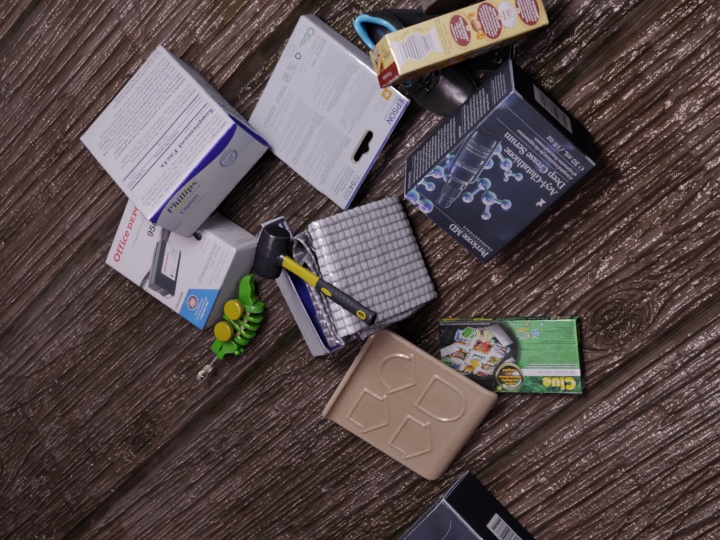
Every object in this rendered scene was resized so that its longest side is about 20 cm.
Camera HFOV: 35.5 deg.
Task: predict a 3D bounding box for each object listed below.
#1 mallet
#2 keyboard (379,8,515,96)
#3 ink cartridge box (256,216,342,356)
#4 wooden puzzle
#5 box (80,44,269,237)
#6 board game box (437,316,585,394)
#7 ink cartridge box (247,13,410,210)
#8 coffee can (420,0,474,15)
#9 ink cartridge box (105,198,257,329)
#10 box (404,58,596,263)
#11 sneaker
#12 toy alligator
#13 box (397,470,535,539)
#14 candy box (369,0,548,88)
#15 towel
[{"bbox_3d":[-0.061,0.021,1.421,0.200,0.041,0.066,40,122,25],"label":"mallet"},{"bbox_3d":[0.110,-0.285,1.511,0.198,0.021,0.128,8,99,24],"label":"keyboard"},{"bbox_3d":[-0.083,0.024,1.576,0.040,0.200,0.201,-26,89,-9],"label":"ink cartridge box"},{"bbox_3d":[0.069,0.185,1.588,0.199,0.046,0.186,29,123,-3],"label":"wooden puzzle"},{"bbox_3d":[-0.265,-0.182,1.604,0.184,0.105,0.200,-47,61,7],"label":"box"},{"bbox_3d":[0.206,0.116,1.548,0.198,0.023,0.106,-1,99,25],"label":"board game box"},{"bbox_3d":[-0.044,-0.220,1.575,0.200,0.043,0.197,39,120,11],"label":"ink cartridge box"},{"bbox_3d":[0.107,-0.444,1.407,0.146,0.146,0.201,-23,91,27],"label":"coffee can"},{"bbox_3d":[-0.270,-0.027,1.704,0.199,0.084,0.145,32,111,17],"label":"ink cartridge box"},{"bbox_3d":[0.174,-0.138,1.434,0.148,0.107,0.200,37,118,-18],"label":"box"},{"bbox_3d":[0.068,-0.268,1.476,0.200,0.082,0.073,40,106,14],"label":"sneaker"},{"bbox_3d":[-0.189,0.100,1.707,0.054,0.059,0.201,32,112,15],"label":"toy alligator"},{"bbox_3d":[0.143,0.432,1.587,0.200,0.124,0.197,45,114,9],"label":"box"},{"bbox_3d":[0.119,-0.287,1.388,0.198,0.115,0.056,-20,95,-9],"label":"candy box"},{"bbox_3d":[0.000,0.000,1.520,0.085,0.199,0.167,-17,94,43],"label":"towel"}]
